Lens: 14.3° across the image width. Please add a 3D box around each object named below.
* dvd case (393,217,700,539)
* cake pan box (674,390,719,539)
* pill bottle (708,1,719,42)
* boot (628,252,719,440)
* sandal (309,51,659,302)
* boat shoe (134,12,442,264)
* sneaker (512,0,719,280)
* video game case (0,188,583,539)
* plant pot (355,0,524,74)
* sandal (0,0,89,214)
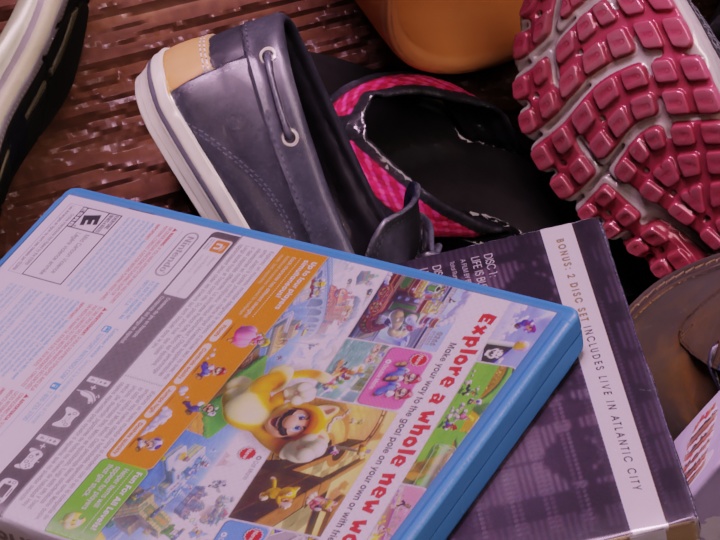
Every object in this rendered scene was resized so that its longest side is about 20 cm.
[{"bbox_3d":[-0.007,0.054,0.889,0.199,0.016,0.149,-14,38,1],"label":"dvd case"},{"bbox_3d":[0.154,0.136,0.942,0.184,0.200,0.052,30,46,-6],"label":"cake pan box"},{"bbox_3d":[0.211,-0.144,1.119,0.112,0.112,0.200,34,62,-6],"label":"pill bottle"},{"bbox_3d":[0.126,0.034,0.967,0.075,0.200,0.097,52,19,0],"label":"boot"},{"bbox_3d":[0.028,-0.039,1.045,0.199,0.045,0.075,13,67,-16],"label":"sandal"},{"bbox_3d":[0.000,0.000,0.984,0.062,0.075,0.200,-31,98,12],"label":"boat shoe"},{"bbox_3d":[0.124,-0.033,1.049,0.200,0.080,0.075,61,34,-12],"label":"sneaker"},{"bbox_3d":[-0.050,0.041,0.891,0.199,0.018,0.143,14,45,30],"label":"video game case"},{"bbox_3d":[0.047,-0.190,1.041,0.200,0.200,0.140,-29,65,-28],"label":"plant pot"},{"bbox_3d":[-0.135,-0.064,0.977,0.057,0.080,0.201,20,64,2],"label":"sandal"}]
